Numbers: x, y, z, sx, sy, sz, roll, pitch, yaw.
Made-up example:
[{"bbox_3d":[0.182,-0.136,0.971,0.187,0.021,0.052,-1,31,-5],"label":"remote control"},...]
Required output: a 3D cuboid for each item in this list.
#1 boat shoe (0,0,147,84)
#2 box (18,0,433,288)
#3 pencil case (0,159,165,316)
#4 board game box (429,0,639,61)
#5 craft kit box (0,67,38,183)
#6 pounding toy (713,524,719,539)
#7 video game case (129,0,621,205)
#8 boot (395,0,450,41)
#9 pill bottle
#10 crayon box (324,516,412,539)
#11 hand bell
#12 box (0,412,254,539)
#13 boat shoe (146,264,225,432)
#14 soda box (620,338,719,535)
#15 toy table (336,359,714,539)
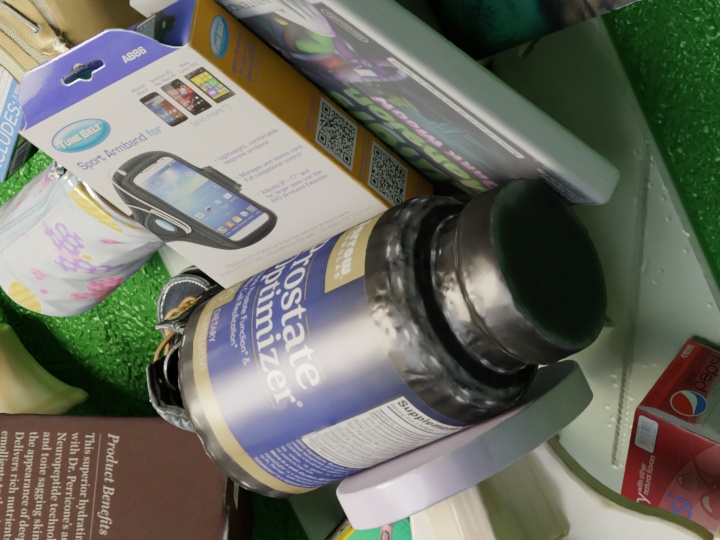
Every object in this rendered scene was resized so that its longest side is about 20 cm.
[{"bbox_3d":[-0.155,-0.133,1.234,0.200,0.072,0.076,25,130,27],"label":"boat shoe"},{"bbox_3d":[-0.071,-0.060,1.168,0.119,0.042,0.200,-23,132,35],"label":"box"},{"bbox_3d":[-0.147,-0.034,1.328,0.083,0.090,0.200,67,154,6],"label":"pencil case"},{"bbox_3d":[0.056,-0.205,1.124,0.135,0.028,0.200,-17,111,44],"label":"board game box"},{"bbox_3d":[-0.249,-0.178,1.358,0.197,0.049,0.200,35,136,6],"label":"craft kit box"},{"bbox_3d":[0.234,0.175,1.171,0.142,0.184,0.201,10,128,30],"label":"pounding toy"},{"bbox_3d":[0.003,-0.089,1.146,0.200,0.023,0.182,34,166,-24],"label":"video game case"},{"bbox_3d":[-0.023,-0.156,1.136,0.070,0.132,0.200,-36,102,7],"label":"boot"},{"bbox_3d":[0.016,0.031,1.149,0.200,0.112,0.112,-26,105,36],"label":"pill bottle"},{"bbox_3d":[0.019,0.159,1.364,0.058,0.119,0.200,42,136,1],"label":"crayon box"},{"bbox_3d":[-0.264,0.017,1.504,0.104,0.104,0.200,-26,93,45],"label":"hand bell"},{"bbox_3d":[-0.171,0.190,1.411,0.199,0.166,0.164,2,154,2],"label":"box"},{"bbox_3d":[-0.087,0.039,1.320,0.200,0.091,0.071,30,110,56],"label":"boat shoe"},{"bbox_3d":[0.175,0.138,1.269,0.063,0.070,0.201,23,132,21],"label":"soda box"},{"bbox_3d":[0.075,0.127,1.182,0.183,0.200,0.117,-26,90,31],"label":"toy table"}]
